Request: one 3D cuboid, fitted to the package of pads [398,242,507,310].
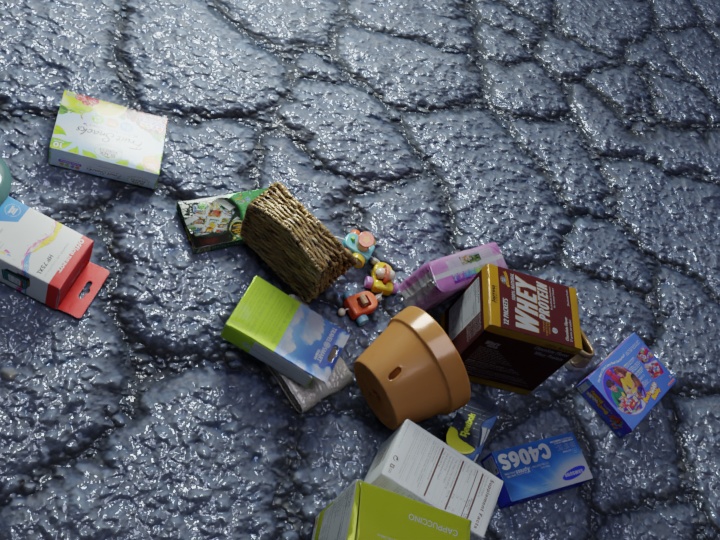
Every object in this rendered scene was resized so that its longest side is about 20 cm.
[{"bbox_3d":[0.182,0.015,1.715,0.198,0.120,0.077,-17,78,-37],"label":"package of pads"}]

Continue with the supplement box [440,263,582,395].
[{"bbox_3d":[0.281,0.116,1.650,0.194,0.201,0.135,15,53,-16],"label":"supplement box"}]

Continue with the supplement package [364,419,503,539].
[{"bbox_3d":[0.117,0.367,1.458,0.198,0.117,0.118,33,50,-2],"label":"supplement package"}]

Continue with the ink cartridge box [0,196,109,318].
[{"bbox_3d":[-0.524,-0.020,1.436,0.198,0.067,0.117,27,50,-6],"label":"ink cartridge box"}]

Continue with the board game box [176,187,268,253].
[{"bbox_3d":[-0.242,-0.097,1.655,0.197,0.024,0.106,-12,64,-31],"label":"board game box"}]

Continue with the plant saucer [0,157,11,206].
[{"bbox_3d":[-0.684,-0.146,1.437,0.196,0.028,0.203,4,51,-4],"label":"plant saucer"}]

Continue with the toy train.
[{"bbox_3d":[0.000,0.000,1.686,0.148,0.056,0.202,-12,65,-32],"label":"toy train"}]

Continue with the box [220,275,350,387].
[{"bbox_3d":[-0.129,0.111,1.511,0.198,0.048,0.123,32,50,-4],"label":"box"}]

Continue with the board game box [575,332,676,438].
[{"bbox_3d":[0.555,0.235,1.804,0.199,0.045,0.135,-31,76,-37],"label":"board game box"}]

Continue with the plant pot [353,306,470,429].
[{"bbox_3d":[0.081,0.185,1.527,0.139,0.201,0.201,-30,74,-20],"label":"plant pot"}]

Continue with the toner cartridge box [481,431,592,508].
[{"bbox_3d":[0.328,0.368,1.608,0.197,0.043,0.096,-7,63,-29],"label":"toner cartridge box"}]

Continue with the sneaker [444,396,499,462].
[{"bbox_3d":[0.196,0.299,1.578,0.073,0.084,0.200,18,28,21],"label":"sneaker"}]

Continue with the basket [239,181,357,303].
[{"bbox_3d":[-0.101,-0.074,1.592,0.200,0.143,0.149,44,56,12],"label":"basket"}]

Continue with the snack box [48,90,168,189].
[{"bbox_3d":[-0.468,-0.243,1.622,0.197,0.053,0.144,12,56,-18],"label":"snack box"}]

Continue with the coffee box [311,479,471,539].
[{"bbox_3d":[0.032,0.465,1.299,0.197,0.198,0.202,22,52,-11],"label":"coffee box"}]

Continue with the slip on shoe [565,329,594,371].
[{"bbox_3d":[0.424,0.109,1.814,0.075,0.061,0.203,-5,61,-28],"label":"slip on shoe"}]

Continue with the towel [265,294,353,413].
[{"bbox_3d":[-0.110,0.143,1.551,0.131,0.035,0.201,-26,73,-35],"label":"towel"}]
